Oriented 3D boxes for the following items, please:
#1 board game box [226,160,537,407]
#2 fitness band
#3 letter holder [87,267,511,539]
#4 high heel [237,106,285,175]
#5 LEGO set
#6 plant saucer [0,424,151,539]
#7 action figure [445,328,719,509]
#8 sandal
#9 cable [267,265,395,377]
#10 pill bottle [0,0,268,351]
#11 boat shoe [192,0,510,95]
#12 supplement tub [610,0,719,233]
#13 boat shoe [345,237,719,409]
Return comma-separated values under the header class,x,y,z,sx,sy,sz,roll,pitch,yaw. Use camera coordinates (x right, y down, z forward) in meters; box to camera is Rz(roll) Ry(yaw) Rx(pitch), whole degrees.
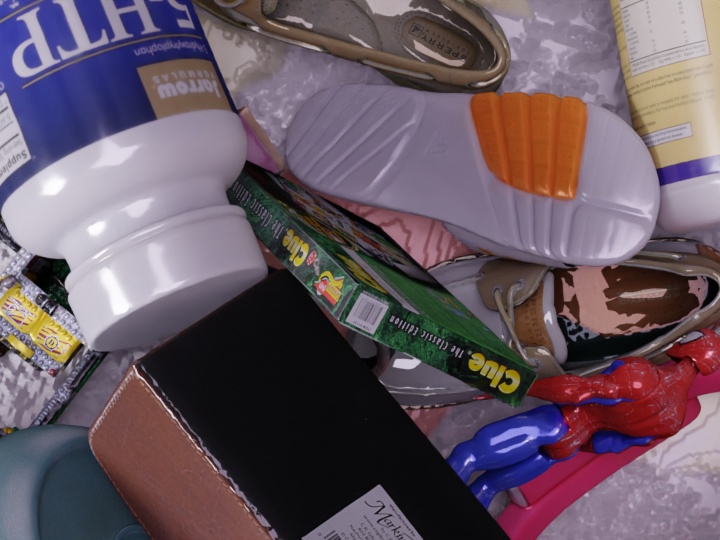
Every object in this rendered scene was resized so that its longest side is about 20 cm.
class,x,y,z,sx,sy,sz,roll,pitch,yaw
board game box,0.000,0.000,1.355,0.104,0.200,0.024,29,97,-28
fitness band,0.143,0.115,1.396,0.199,0.144,0.038,-35,127,-2
letter holder,-0.031,0.128,1.328,0.100,0.142,0.200,-33,78,-37
high heel,-0.131,-0.095,1.436,0.096,0.067,0.200,-40,102,-13
LEGO set,-0.200,0.018,1.403,0.154,0.116,0.200,-43,89,-2
plant saucer,-0.097,0.150,1.331,0.027,0.200,0.201,-39,88,26
action figure,0.085,0.079,1.395,0.199,0.065,0.052,-25,49,11
sandal,0.061,-0.048,1.428,0.206,0.059,0.080,15,79,30
cable,-0.059,0.013,1.400,0.097,0.050,0.200,-34,102,18
pill bottle,-0.120,-0.072,1.334,0.119,0.120,0.201,-23,79,-2
boat shoe,-0.017,-0.141,1.440,0.200,0.063,0.074,29,87,0
supplement tub,0.193,-0.127,1.402,0.144,0.145,0.202,-10,88,-1
boat shoe,0.086,0.022,1.431,0.199,0.068,0.075,-15,90,0
